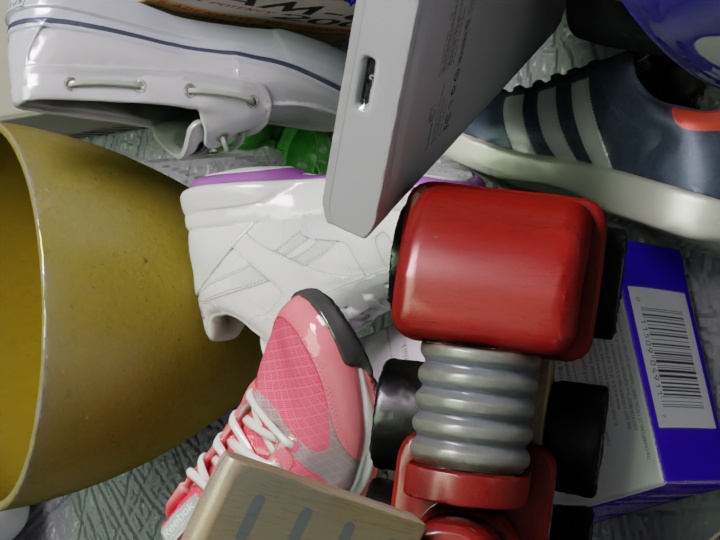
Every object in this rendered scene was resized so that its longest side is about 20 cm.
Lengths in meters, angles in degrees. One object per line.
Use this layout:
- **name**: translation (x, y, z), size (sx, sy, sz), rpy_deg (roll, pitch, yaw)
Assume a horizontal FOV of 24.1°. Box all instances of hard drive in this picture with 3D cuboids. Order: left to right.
- **hard drive**: translation (0.048, -0.117, 0.684), size (0.026, 0.200, 0.133), rpy_deg (23, 129, 15)

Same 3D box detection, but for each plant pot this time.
- **plant pot**: translation (-0.133, 0.023, 0.908), size (0.200, 0.141, 0.202), rpy_deg (2, 92, 63)

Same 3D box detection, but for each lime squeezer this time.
- **lime squeezer**: translation (-0.058, -0.068, 0.907), size (0.199, 0.070, 0.038), rpy_deg (37, 132, 22)

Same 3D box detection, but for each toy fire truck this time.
- **toy fire truck**: translation (0.025, 0.054, 0.622), size (0.127, 0.200, 0.178), rpy_deg (7, 91, 10)

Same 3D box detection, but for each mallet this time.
- **mallet**: translation (0.076, -0.121, 0.649), size (0.065, 0.199, 0.042), rpy_deg (15, 92, 37)

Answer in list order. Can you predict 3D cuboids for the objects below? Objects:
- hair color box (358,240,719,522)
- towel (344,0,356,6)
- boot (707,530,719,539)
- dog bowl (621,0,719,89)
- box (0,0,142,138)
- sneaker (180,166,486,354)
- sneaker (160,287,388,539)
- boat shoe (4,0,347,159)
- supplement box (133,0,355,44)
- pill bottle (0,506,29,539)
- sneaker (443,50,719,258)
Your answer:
- **hair color box**: translation (0.065, 0.070, 0.786), size (0.199, 0.064, 0.110), rpy_deg (-22, 70, 38)
- **towel**: translation (0.049, -0.216, 0.705), size (0.049, 0.201, 0.148), rpy_deg (26, 140, 4)
- **boot**: translation (0.092, 0.183, 0.679), size (0.074, 0.153, 0.204), rpy_deg (48, 116, 20)
- **dog bowl**: translation (0.155, -0.172, 0.637), size (0.078, 0.199, 0.202), rpy_deg (-17, 73, 41)
- **box**: translation (-0.160, -0.128, 1.020), size (0.199, 0.068, 0.083), rpy_deg (-1, 84, 44)
- **sneaker**: translation (0.000, 0.000, 0.797), size (0.199, 0.075, 0.101), rpy_deg (1, 93, 39)
- **sneaker**: translation (-0.045, 0.100, 0.762), size (0.074, 0.086, 0.202), rpy_deg (49, 139, 41)
- **boat shoe**: translation (-0.085, -0.086, 0.844), size (0.073, 0.198, 0.068), rpy_deg (-22, 61, 61)
- **supplement box**: translation (-0.052, -0.161, 0.850), size (0.199, 0.125, 0.074), rpy_deg (-12, 77, 60)
- **pill bottle**: translation (-0.270, 0.117, 1.061), size (0.115, 0.115, 0.202), rpy_deg (-24, 69, 39)
- **sneaker**: translation (0.106, -0.070, 0.766), size (0.199, 0.075, 0.085), rpy_deg (21, 91, 38)
